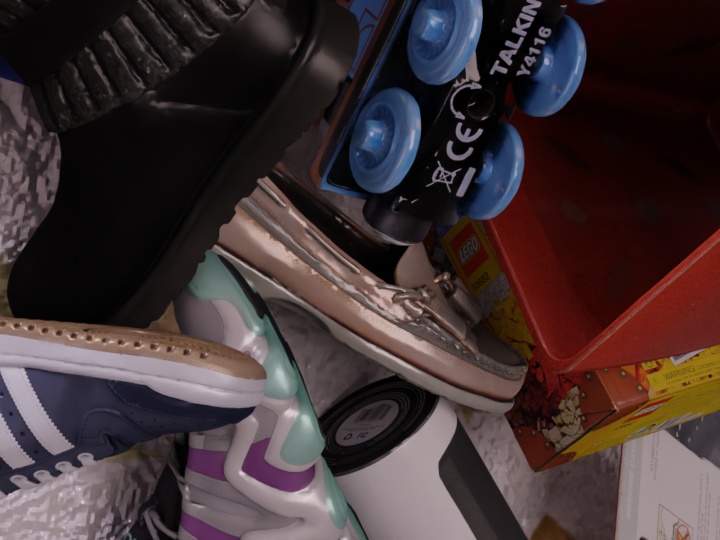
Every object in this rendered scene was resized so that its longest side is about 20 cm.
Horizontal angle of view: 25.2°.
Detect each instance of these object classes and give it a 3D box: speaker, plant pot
[{"bbox_3d":[0.049,0.153,0.804,0.081,0.081,0.200,-42,113,-31],"label":"speaker"},{"bbox_3d":[0.174,-0.079,0.743,0.176,0.200,0.200,9,48,-40],"label":"plant pot"}]

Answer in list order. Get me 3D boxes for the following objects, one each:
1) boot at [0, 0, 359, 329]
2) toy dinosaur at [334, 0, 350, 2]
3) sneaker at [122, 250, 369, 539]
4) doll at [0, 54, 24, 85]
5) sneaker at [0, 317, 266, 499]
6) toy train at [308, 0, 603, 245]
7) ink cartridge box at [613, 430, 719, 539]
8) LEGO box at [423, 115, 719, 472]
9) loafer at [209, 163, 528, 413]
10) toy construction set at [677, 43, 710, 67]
[{"bbox_3d":[-0.120,-0.069,0.631,0.158,0.079,0.211,29,114,-28],"label":"boot"},{"bbox_3d":[0.036,-0.167,0.797,0.200,0.102,0.136,-20,119,-56],"label":"toy dinosaur"},{"bbox_3d":[-0.078,0.101,0.693,0.140,0.078,0.200,-23,105,-3],"label":"sneaker"},{"bbox_3d":[-0.098,-0.110,0.706,0.200,0.048,0.137,20,100,-38],"label":"doll"},{"bbox_3d":[-0.137,0.073,0.617,0.200,0.070,0.109,4,90,7],"label":"sneaker"},{"bbox_3d":[0.043,-0.112,0.707,0.087,0.114,0.200,13,114,-33],"label":"toy train"},{"bbox_3d":[0.166,0.196,0.875,0.173,0.044,0.200,35,53,-38],"label":"ink cartridge box"},{"bbox_3d":[0.147,0.003,0.847,0.200,0.077,0.149,-13,68,-38],"label":"LEGO box"},{"bbox_3d":[0.000,0.000,0.742,0.200,0.072,0.063,28,102,-16],"label":"loafer"},{"bbox_3d":[0.174,-0.180,0.882,0.092,0.131,0.200,-1,93,-51],"label":"toy construction set"}]
